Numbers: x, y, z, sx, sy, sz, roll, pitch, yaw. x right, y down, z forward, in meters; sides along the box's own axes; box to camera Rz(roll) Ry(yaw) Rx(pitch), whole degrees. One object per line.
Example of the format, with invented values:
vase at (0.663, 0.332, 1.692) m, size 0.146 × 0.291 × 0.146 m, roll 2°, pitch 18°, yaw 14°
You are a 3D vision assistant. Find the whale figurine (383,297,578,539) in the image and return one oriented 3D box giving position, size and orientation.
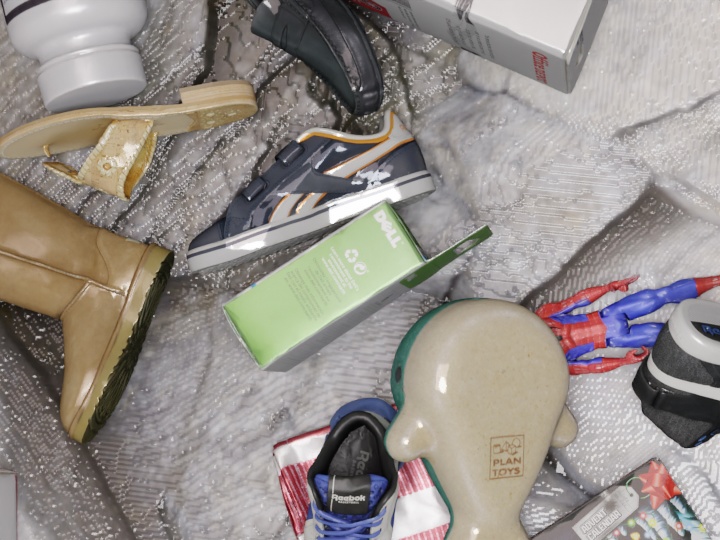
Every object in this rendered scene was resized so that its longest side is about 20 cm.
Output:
whale figurine at (0.082, 0.120, 1.358) m, size 0.158 × 0.104 × 0.201 m, roll -4°, pitch 94°, yaw -27°

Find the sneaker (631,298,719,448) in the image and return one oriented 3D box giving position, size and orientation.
sneaker at (0.294, 0.091, 1.382) m, size 0.199 × 0.073 × 0.112 m, roll 18°, pitch 130°, yaw -17°

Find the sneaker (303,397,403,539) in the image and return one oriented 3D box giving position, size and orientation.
sneaker at (-0.012, 0.189, 1.362) m, size 0.080 × 0.115 × 0.201 m, roll 5°, pitch 83°, yaw 7°

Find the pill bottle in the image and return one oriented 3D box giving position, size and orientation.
pill bottle at (-0.229, -0.231, 1.451) m, size 0.111 × 0.111 × 0.201 m, roll -15°, pitch 84°, yaw 6°

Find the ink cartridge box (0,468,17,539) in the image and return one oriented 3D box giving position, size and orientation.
ink cartridge box at (-0.372, 0.230, 1.443) m, size 0.199 × 0.086 × 0.149 m, roll -2°, pitch 85°, yaw 9°

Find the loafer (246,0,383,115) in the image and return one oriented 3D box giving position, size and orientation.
loafer at (-0.051, -0.194, 1.432) m, size 0.070 × 0.068 × 0.201 m, roll -26°, pitch 68°, yaw -20°

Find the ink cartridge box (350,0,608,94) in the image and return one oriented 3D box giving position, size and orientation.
ink cartridge box at (0.083, -0.218, 1.391) m, size 0.199 × 0.144 × 0.084 m, roll 25°, pitch 89°, yaw 9°

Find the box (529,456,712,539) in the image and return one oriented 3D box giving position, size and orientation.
box at (0.175, 0.249, 1.381) m, size 0.200 × 0.040 × 0.137 m, roll -33°, pitch 81°, yaw -3°

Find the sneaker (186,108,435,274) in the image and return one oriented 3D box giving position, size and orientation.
sneaker at (-0.048, -0.061, 1.430) m, size 0.199 × 0.078 × 0.080 m, roll -21°, pitch 88°, yaw -6°

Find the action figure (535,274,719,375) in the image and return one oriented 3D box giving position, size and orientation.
action figure at (0.200, 0.040, 1.404) m, size 0.199 × 0.052 × 0.066 m, roll -14°, pitch 87°, yaw 9°

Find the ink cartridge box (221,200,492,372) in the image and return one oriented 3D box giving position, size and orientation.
ink cartridge box at (0.000, 0.000, 1.404) m, size 0.200 × 0.104 × 0.059 m, roll -33°, pitch 83°, yaw 4°

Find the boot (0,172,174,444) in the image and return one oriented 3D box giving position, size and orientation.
boot at (-0.266, 0.023, 1.461) m, size 0.199 × 0.066 × 0.176 m, roll 20°, pitch 76°, yaw 8°

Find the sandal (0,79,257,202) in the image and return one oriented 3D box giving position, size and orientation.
sandal at (-0.180, -0.090, 1.449) m, size 0.211 × 0.078 × 0.070 m, roll -13°, pitch 77°, yaw 1°

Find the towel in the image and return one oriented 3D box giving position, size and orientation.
towel at (0.025, 0.207, 1.424) m, size 0.143 × 0.023 × 0.201 m, roll -18°, pitch 83°, yaw 5°
